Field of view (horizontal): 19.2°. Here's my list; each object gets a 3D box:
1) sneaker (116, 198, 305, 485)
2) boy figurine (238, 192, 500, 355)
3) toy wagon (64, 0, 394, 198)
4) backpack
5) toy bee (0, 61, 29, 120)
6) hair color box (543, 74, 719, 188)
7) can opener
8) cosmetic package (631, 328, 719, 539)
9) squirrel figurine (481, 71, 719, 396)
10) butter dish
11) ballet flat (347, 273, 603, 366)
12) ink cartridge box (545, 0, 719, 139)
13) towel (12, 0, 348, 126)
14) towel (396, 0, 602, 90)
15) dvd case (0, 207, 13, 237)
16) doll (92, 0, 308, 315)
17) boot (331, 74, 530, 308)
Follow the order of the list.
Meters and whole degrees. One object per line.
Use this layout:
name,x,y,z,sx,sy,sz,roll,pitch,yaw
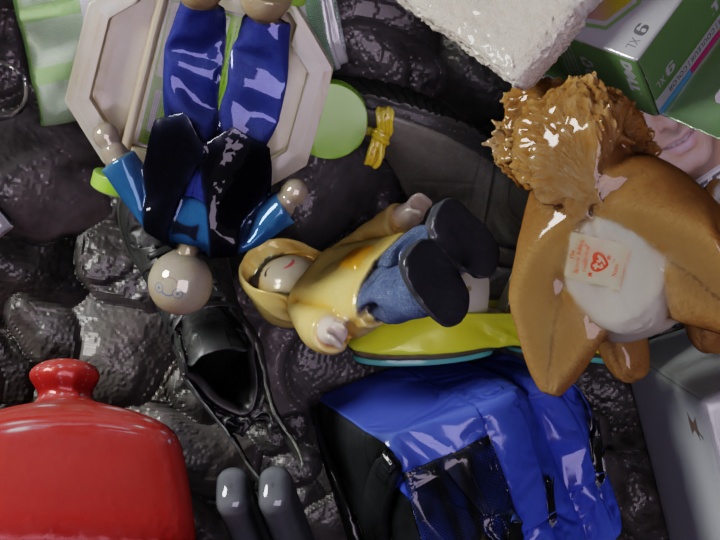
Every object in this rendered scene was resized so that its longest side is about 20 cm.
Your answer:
sneaker,-0.095,0.033,1.342,0.060,0.104,0.200,-24,104,-5
boy figurine,0.000,0.000,1.320,0.064,0.200,0.124,48,62,-24
toy wagon,-0.078,-0.107,1.313,0.200,0.040,0.156,15,105,-5
backpack,0.080,0.165,1.370,0.167,0.163,0.200,-18,102,-10
toy bee,-0.287,-0.144,1.274,0.131,0.109,0.200,-3,62,-27
hair color box,0.199,-0.086,1.397,0.099,0.061,0.200,-33,104,-3
can opener,-0.052,0.188,1.354,0.052,0.067,0.200,-3,145,5
cosmetic package,0.305,0.113,1.400,0.200,0.166,0.168,-17,103,-8
squirrel figurine,0.162,-0.037,1.284,0.141,0.187,0.200,-26,90,24
butter dish,-0.185,0.128,1.322,0.199,0.200,0.148,3,76,-11
ballet flat,0.087,0.025,1.360,0.199,0.067,0.067,1,100,-18
ink cartridge box,0.165,-0.162,1.300,0.104,0.200,0.059,-52,143,-16
towel,-0.118,-0.177,1.328,0.199,0.031,0.150,-12,101,-2
towel,0.078,-0.202,1.300,0.133,0.200,0.034,-49,144,1
dvd case,-0.341,-0.022,1.332,0.200,0.016,0.149,-39,105,-1
doll,-0.096,-0.071,1.277,0.136,0.048,0.200,12,105,7
boot,0.041,-0.042,1.377,0.200,0.068,0.131,19,102,-12
